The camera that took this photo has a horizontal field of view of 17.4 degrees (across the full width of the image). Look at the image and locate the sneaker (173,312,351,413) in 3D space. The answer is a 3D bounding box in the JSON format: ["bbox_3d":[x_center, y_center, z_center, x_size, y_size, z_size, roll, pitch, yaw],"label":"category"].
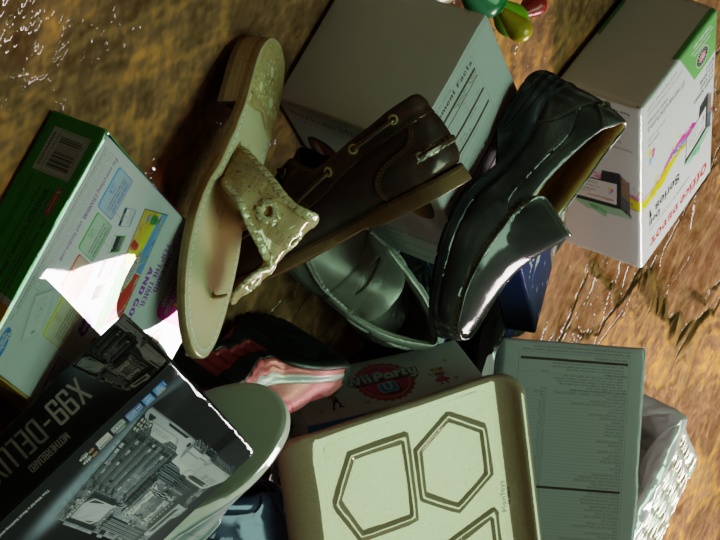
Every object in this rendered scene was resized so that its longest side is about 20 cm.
[{"bbox_3d":[-0.086,0.087,1.608,0.200,0.074,0.087,-9,128,-54],"label":"sneaker"}]

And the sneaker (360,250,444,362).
[{"bbox_3d":[0.047,-0.006,1.799,0.077,0.076,0.200,-43,152,-76],"label":"sneaker"}]

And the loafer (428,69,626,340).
[{"bbox_3d":[0.111,-0.038,1.608,0.200,0.072,0.073,-64,155,-5],"label":"loafer"}]

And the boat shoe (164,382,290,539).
[{"bbox_3d":[-0.124,0.148,1.520,0.201,0.070,0.072,-41,163,1],"label":"boat shoe"}]

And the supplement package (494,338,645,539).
[{"bbox_3d":[0.155,0.161,1.829,0.110,0.113,0.201,85,10,-82],"label":"supplement package"}]

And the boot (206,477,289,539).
[{"bbox_3d":[-0.051,0.195,1.681,0.200,0.073,0.091,4,105,-39],"label":"boot"}]

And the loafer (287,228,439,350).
[{"bbox_3d":[0.000,0.000,1.674,0.070,0.070,0.200,-59,145,-8],"label":"loafer"}]

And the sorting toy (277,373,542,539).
[{"bbox_3d":[0.037,0.183,1.691,0.200,0.036,0.186,-15,104,-29],"label":"sorting toy"}]

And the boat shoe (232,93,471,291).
[{"bbox_3d":[-0.020,-0.051,1.525,0.070,0.200,0.070,59,31,-5],"label":"boat shoe"}]

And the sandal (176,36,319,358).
[{"bbox_3d":[-0.058,-0.047,1.465,0.078,0.069,0.212,50,47,-63],"label":"sandal"}]

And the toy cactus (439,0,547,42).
[{"bbox_3d":[0.092,-0.228,1.685,0.165,0.102,0.200,-41,153,-29],"label":"toy cactus"}]

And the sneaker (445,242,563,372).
[{"bbox_3d":[0.104,0.043,1.947,0.104,0.060,0.200,29,80,-60],"label":"sneaker"}]

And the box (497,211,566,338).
[{"bbox_3d":[0.130,-0.035,1.835,0.200,0.032,0.121,71,32,-61],"label":"box"}]

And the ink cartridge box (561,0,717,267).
[{"bbox_3d":[0.244,-0.125,2.065,0.145,0.084,0.200,-51,151,-33],"label":"ink cartridge box"}]

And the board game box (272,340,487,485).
[{"bbox_3d":[0.012,0.162,1.771,0.147,0.064,0.200,-12,126,-20],"label":"board game box"}]

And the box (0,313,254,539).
[{"bbox_3d":[-0.172,0.136,1.405,0.200,0.050,0.158,-43,151,-5],"label":"box"}]

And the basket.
[{"bbox_3d":[0.163,0.189,2.032,0.199,0.200,0.161,-64,161,-9],"label":"basket"}]

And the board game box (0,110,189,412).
[{"bbox_3d":[-0.164,0.017,1.406,0.153,0.040,0.200,-62,155,-13],"label":"board game box"}]

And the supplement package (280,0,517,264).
[{"bbox_3d":[0.039,-0.098,1.639,0.110,0.114,0.200,-61,153,-17],"label":"supplement package"}]
